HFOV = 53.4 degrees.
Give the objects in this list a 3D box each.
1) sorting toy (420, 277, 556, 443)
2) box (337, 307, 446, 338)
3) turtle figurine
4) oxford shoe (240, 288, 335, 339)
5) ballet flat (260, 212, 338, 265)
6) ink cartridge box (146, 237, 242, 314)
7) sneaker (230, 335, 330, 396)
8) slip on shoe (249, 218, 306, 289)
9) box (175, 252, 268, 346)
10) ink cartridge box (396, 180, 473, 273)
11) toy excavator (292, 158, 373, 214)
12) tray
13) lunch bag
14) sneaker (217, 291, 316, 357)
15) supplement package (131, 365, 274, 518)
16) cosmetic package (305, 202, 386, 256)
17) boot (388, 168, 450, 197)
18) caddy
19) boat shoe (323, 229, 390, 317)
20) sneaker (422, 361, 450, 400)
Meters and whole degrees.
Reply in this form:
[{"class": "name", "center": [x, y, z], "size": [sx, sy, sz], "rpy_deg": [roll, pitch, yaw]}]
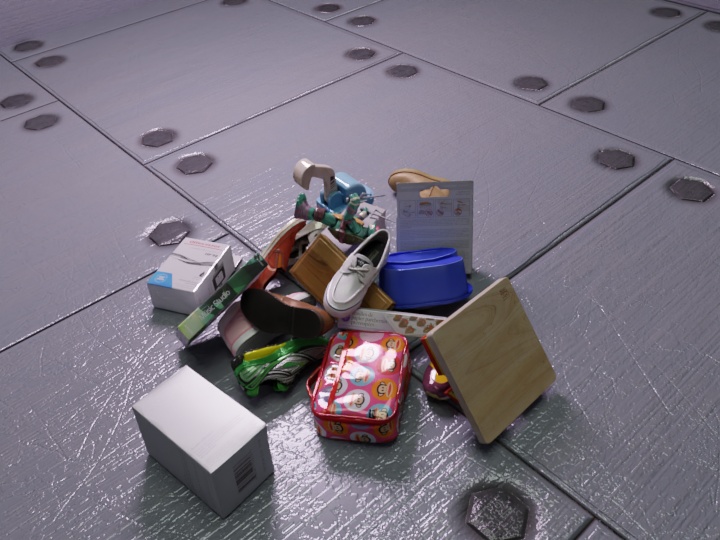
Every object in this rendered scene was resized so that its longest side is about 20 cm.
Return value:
[{"class": "sorting toy", "center": [0.208, 0.149, 1.199], "size": [0.199, 0.201, 0.069], "rpy_deg": [-32, 7, -33]}, {"class": "box", "center": [0.058, 0.094, 1.296], "size": [0.196, 0.039, 0.041], "rpy_deg": [6, 2, 9]}, {"class": "turtle figurine", "center": [-0.026, -0.102, 1.386], "size": [0.197, 0.150, 0.102], "rpy_deg": [13, 80, -1]}, {"class": "oxford shoe", "center": [-0.134, 0.080, 1.299], "size": [0.198, 0.073, 0.071], "rpy_deg": [18, 11, 30]}, {"class": "ballet flat", "center": [-0.121, -0.053, 1.533], "size": [0.198, 0.068, 0.063], "rpy_deg": [-28, 50, 7]}, {"class": "ink cartridge box", "center": [-0.344, -0.002, 1.504], "size": [0.114, 0.067, 0.201], "rpy_deg": [9, 41, 17]}, {"class": "sneaker", "center": [-0.131, 0.172, 1.286], "size": [0.197, 0.078, 0.086], "rpy_deg": [-16, 76, -25]}, {"class": "slip on shoe", "center": [-0.171, -0.026, 1.473], "size": [0.061, 0.074, 0.201], "rpy_deg": [36, 83, 3]}, {"class": "box", "center": [-0.262, 0.056, 1.338], "size": [0.036, 0.144, 0.200], "rpy_deg": [44, 71, -4]}, {"class": "ink cartridge box", "center": [0.151, -0.089, 1.465], "size": [0.158, 0.203, 0.050], "rpy_deg": [-2, 21, 2]}, {"class": "toy excavator", "center": [-0.057, -0.179, 1.590], "size": [0.193, 0.202, 0.100], "rpy_deg": [-27, 44, -27]}, {"class": "tray", "center": [-0.036, 0.033, 1.367], "size": [0.200, 0.037, 0.099], "rpy_deg": [44, 97, 19]}, {"class": "lunch bag", "center": [-0.007, 0.195, 1.231], "size": [0.173, 0.083, 0.202], "rpy_deg": [1, 42, 13]}, {"class": "sneaker", "center": [-0.186, 0.081, 1.382], "size": [0.199, 0.076, 0.104], "rpy_deg": [-33, 52, -25]}, {"class": "supplement package", "center": [-0.247, 0.265, 1.131], "size": [0.198, 0.118, 0.117], "rpy_deg": [27, 48, 31]}, {"class": "cosmetic package", "center": [-0.027, -0.050, 1.505], "size": [0.089, 0.108, 0.200], "rpy_deg": [20, 43, 21]}, {"class": "boot", "center": [0.125, -0.152, 1.653], "size": [0.172, 0.067, 0.201], "rpy_deg": [8, 42, 15]}, {"class": "caddy", "center": [0.122, 0.025, 1.409], "size": [0.196, 0.107, 0.142], "rpy_deg": [-7, 16, -1]}, {"class": "boat shoe", "center": [0.000, 0.000, 1.302], "size": [0.071, 0.066, 0.200], "rpy_deg": [33, 53, 13]}, {"class": "sneaker", "center": [0.172, 0.140, 1.271], "size": [0.074, 0.091, 0.200], "rpy_deg": [20, 45, 27]}]
